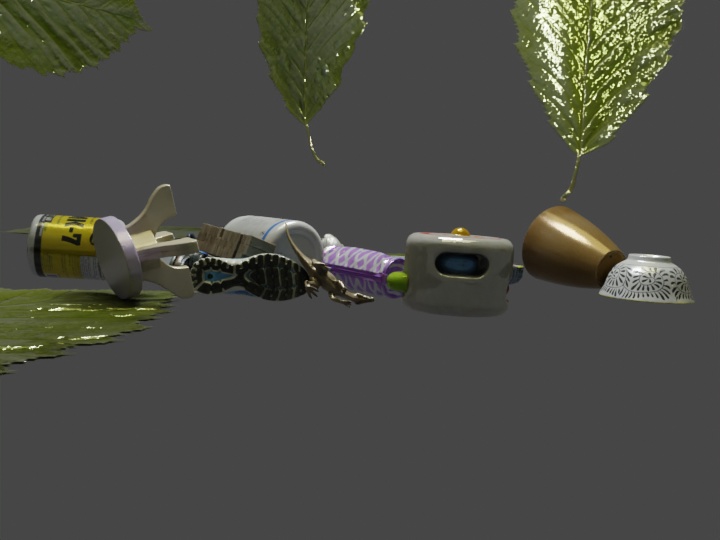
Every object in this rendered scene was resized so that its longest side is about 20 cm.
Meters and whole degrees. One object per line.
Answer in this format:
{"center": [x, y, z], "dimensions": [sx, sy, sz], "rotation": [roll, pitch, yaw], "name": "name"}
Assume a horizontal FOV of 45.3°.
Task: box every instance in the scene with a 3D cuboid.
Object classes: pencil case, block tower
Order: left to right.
{"center": [-0.235, -0.044, 1.574], "dimensions": [0.058, 0.054, 0.200], "rotation": [24, -6, -36], "name": "block tower"}
{"center": [0.000, 0.000, 1.620], "dimensions": [0.200, 0.084, 0.085], "rotation": [9, -1, 42], "name": "pencil case"}

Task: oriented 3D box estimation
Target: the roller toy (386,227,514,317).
{"center": [0.164, -0.002, 1.442], "dimensions": [0.200, 0.140, 0.182], "rotation": [0, 7, -43], "name": "roller toy"}

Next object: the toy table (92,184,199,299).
{"center": [-0.336, -0.034, 1.354], "dimensions": [0.117, 0.184, 0.200], "rotation": [-17, 26, -26], "name": "toy table"}

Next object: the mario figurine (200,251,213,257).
{"center": [-0.272, -0.051, 1.775], "dimensions": [0.200, 0.124, 0.106], "rotation": [-7, -30, -13], "name": "mario figurine"}

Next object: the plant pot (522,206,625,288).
{"center": [0.511, -0.034, 2.012], "dimensions": [0.186, 0.187, 0.200], "rotation": [1, 18, -30], "name": "plant pot"}

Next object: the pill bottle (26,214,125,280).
{"center": [-0.486, -0.040, 1.563], "dimensions": [0.200, 0.114, 0.114], "rotation": [3, 5, -5], "name": "pill bottle"}

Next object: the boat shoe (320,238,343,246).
{"center": [-0.074, -0.047, 2.174], "dimensions": [0.068, 0.075, 0.200], "rotation": [-4, 6, -20], "name": "boat shoe"}

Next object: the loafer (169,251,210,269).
{"center": [-0.297, -0.006, 1.592], "dimensions": [0.063, 0.072, 0.200], "rotation": [10, 4, 5], "name": "loafer"}

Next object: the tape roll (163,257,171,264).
{"center": [-0.499, -0.042, 1.843], "dimensions": [0.202, 0.071, 0.202], "rotation": [4, 5, 0], "name": "tape roll"}

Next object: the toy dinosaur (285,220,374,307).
{"center": [-0.069, 0.008, 1.422], "dimensions": [0.200, 0.058, 0.101], "rotation": [41, 8, -4], "name": "toy dinosaur"}

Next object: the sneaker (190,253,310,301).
{"center": [-0.181, 0.008, 1.464], "dimensions": [0.200, 0.078, 0.090], "rotation": [6, 0, 6], "name": "sneaker"}

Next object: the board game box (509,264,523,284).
{"center": [0.200, 0.013, 1.756], "dimensions": [0.200, 0.062, 0.200], "rotation": [7, 7, 33], "name": "board game box"}

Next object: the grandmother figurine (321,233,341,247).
{"center": [-0.113, -0.040, 1.922], "dimensions": [0.121, 0.061, 0.200], "rotation": [-28, 11, -40], "name": "grandmother figurine"}

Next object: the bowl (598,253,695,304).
{"center": [0.622, 0.014, 1.868], "dimensions": [0.201, 0.094, 0.201], "rotation": [3, 6, 0], "name": "bowl"}

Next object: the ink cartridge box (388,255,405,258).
{"center": [0.148, -0.009, 2.087], "dimensions": [0.199, 0.041, 0.200], "rotation": [4, 5, 1], "name": "ink cartridge box"}

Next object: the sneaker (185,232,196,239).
{"center": [-0.305, -0.039, 1.870], "dimensions": [0.200, 0.081, 0.074], "rotation": [5, 6, 16], "name": "sneaker"}

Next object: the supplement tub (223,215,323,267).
{"center": [-0.173, -0.036, 1.651], "dimensions": [0.132, 0.132, 0.200], "rotation": [0, 5, -36], "name": "supplement tub"}
